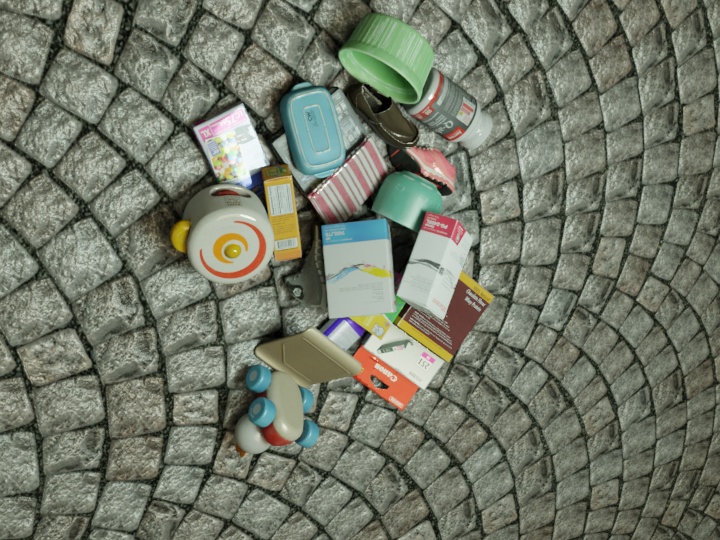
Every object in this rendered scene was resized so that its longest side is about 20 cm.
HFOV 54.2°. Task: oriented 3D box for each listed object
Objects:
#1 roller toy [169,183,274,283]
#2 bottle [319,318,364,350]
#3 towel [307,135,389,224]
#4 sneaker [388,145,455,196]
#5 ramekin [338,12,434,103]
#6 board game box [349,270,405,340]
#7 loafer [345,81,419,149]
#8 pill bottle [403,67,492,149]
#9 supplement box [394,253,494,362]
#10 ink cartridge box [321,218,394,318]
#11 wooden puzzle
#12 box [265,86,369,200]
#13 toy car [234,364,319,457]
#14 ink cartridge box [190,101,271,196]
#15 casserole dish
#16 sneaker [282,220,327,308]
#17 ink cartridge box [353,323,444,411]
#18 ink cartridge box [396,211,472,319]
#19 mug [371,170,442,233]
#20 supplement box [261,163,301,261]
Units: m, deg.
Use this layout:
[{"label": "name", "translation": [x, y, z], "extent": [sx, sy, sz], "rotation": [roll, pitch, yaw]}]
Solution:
[{"label": "roller toy", "translation": [-0.275, -0.074, 1.454], "extent": [0.182, 0.140, 0.200], "rotation": [-37, 129, 7]}, {"label": "bottle", "translation": [-0.033, 0.135, 1.704], "extent": [0.200, 0.065, 0.084], "rotation": [-45, 124, -6]}, {"label": "towel", "translation": [-0.025, -0.197, 1.587], "extent": [0.200, 0.030, 0.147], "rotation": [-46, 148, -7]}, {"label": "sneaker", "translation": [0.148, -0.261, 1.673], "extent": [0.199, 0.073, 0.088], "rotation": [34, 62, -24]}, {"label": "ramekin", "translation": [0.060, -0.450, 1.486], "extent": [0.199, 0.199, 0.099], "rotation": [31, 85, -30]}, {"label": "board game box", "translation": [0.010, 0.043, 1.649], "extent": [0.199, 0.040, 0.154], "rotation": [34, 91, 5]}, {"label": "loafer", "translation": [0.055, -0.343, 1.559], "extent": [0.199, 0.071, 0.074], "rotation": [33, 73, -17]}, {"label": "pill bottle", "translation": [0.205, -0.369, 1.624], "extent": [0.198, 0.116, 0.117], "rotation": [26, 94, -30]}, {"label": "supplement box", "translation": [0.184, 0.078, 1.751], "extent": [0.196, 0.133, 0.201], "rotation": [35, 90, -30]}, {"label": "ink cartridge box", "translation": [0.000, 0.000, 1.557], "extent": [0.143, 0.147, 0.204], "rotation": [-5, 87, 5]}, {"label": "wooden puzzle", "translation": [-0.122, 0.202, 1.643], "extent": [0.185, 0.198, 0.038], "rotation": [40, 45, -30]}, {"label": "box", "translation": [-0.086, -0.280, 1.551], "extent": [0.200, 0.051, 0.158], "rotation": [-41, 119, -9]}, {"label": "toy car", "translation": [-0.233, 0.352, 1.653], "extent": [0.199, 0.179, 0.184], "rotation": [-35, 134, 21]}, {"label": "ink cartridge box", "translation": [-0.262, -0.237, 1.488], "extent": [0.118, 0.042, 0.202], "rotation": [-29, 118, -14]}, {"label": "casserole dish", "translation": [-0.096, -0.297, 1.482], "extent": [0.119, 0.039, 0.203], "rotation": [-18, 99, -15]}, {"label": "sneaker", "translation": [-0.128, -0.010, 1.611], "extent": [0.113, 0.075, 0.204], "rotation": [-6, 85, 14]}, {"label": "ink cartridge box", "translation": [0.083, 0.238, 1.768], "extent": [0.199, 0.044, 0.175], "rotation": [35, 93, -11]}, {"label": "ink cartridge box", "translation": [0.167, -0.008, 1.571], "extent": [0.145, 0.082, 0.203], "rotation": [35, 75, -64]}, {"label": "mug", "translation": [0.114, -0.162, 1.643], "extent": [0.150, 0.185, 0.116], "rotation": [25, 95, -5]}, {"label": "supplement box", "translation": [-0.170, -0.124, 1.526], "extent": [0.068, 0.067, 0.203], "rotation": [-8, 123, -10]}]
